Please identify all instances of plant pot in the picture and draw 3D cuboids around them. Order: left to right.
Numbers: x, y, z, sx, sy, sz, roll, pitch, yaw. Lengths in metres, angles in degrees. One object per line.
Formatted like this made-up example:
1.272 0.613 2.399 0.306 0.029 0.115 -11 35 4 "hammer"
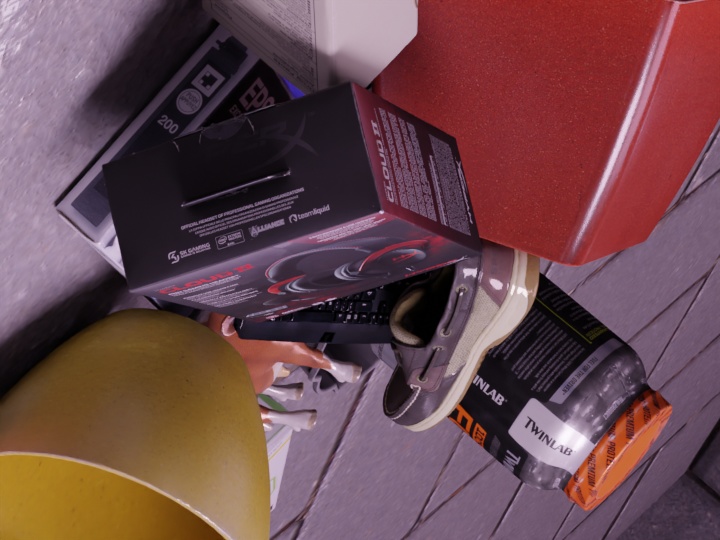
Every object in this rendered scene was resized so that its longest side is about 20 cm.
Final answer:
-0.135 0.109 1.457 0.200 0.199 0.142 105 3 -56 "plant pot"
0.115 -0.112 1.482 0.200 0.199 0.177 -17 123 -62 "plant pot"

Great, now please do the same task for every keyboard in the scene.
0.000 0.000 1.516 0.200 0.039 0.105 2 104 -58 "keyboard"

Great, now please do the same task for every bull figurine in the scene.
-0.065 0.049 1.595 0.200 0.121 0.065 -43 -146 53 "bull figurine"

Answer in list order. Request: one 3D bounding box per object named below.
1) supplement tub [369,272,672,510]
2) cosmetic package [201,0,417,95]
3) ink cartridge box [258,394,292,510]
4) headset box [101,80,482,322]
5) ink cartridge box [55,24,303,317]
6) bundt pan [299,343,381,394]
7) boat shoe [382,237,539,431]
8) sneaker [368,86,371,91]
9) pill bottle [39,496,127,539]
0.114 0.069 1.695 0.123 0.200 0.123 -44 163 -18 "supplement tub"
-0.028 -0.174 1.214 0.073 0.103 0.200 -46 165 -16 "cosmetic package"
-0.115 0.175 1.843 0.104 0.059 0.200 -41 162 -30 "ink cartridge box"
-0.037 -0.034 1.297 0.148 0.075 0.200 -17 168 16 "headset box"
-0.077 -0.073 1.420 0.200 0.043 0.198 -50 163 -5 "ink cartridge box"
0.007 -0.010 1.726 0.202 0.076 0.202 -46 163 -18 "bundt pan"
0.050 0.035 1.550 0.201 0.066 0.072 126 -27 -51 "boat shoe"
0.005 -0.072 1.576 0.200 0.080 0.071 -35 160 -32 "sneaker"
-0.199 0.196 1.565 0.200 0.112 0.112 -42 162 -28 "pill bottle"
